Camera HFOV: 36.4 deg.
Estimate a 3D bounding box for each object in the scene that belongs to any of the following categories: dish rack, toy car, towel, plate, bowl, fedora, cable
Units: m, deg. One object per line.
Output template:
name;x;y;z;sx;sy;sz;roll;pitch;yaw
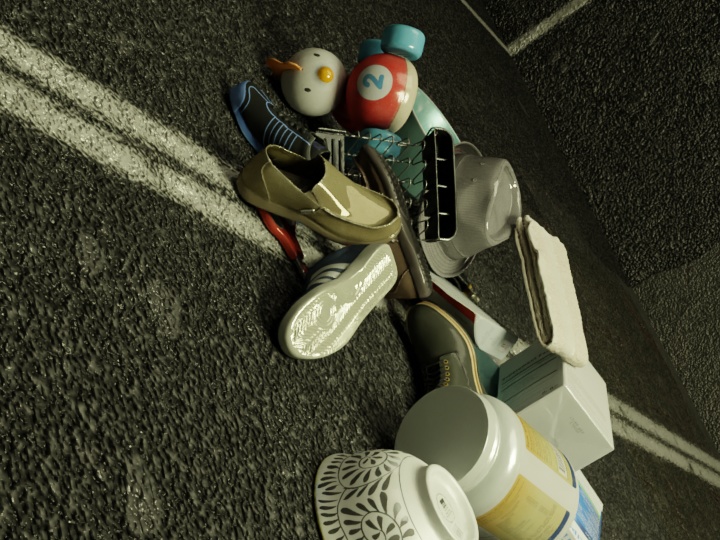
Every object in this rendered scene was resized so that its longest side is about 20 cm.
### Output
dish rack;0.025;-0.113;1.418;0.198;0.055;0.155;4;75;-23
toy car;-0.036;-0.260;1.540;0.198;0.186;0.177;15;-7;-20
towel;0.267;0.029;1.522;0.132;0.034;0.202;28;47;-52
plate;0.195;0.198;1.582;0.200;0.025;0.201;49;21;-26
bowl;0.052;0.247;1.056;0.201;0.094;0.201;47;22;-26
fedora;0.165;-0.087;1.531;0.200;0.090;0.178;-55;135;-41
bowl;0.094;-0.197;1.818;0.201;0.105;0.201;49;21;-25
cable;0.103;-0.010;1.687;0.200;0.050;0.097;47;36;6

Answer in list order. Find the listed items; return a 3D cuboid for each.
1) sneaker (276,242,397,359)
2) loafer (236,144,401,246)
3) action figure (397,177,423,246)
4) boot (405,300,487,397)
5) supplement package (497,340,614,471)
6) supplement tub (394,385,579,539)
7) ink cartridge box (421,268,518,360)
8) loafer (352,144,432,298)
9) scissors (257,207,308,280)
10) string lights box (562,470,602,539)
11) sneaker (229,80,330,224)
sneaker;-0.042;0.033;1.200;0.200;0.084;0.076;-38;120;-47
loafer;-0.041;-0.086;1.252;0.198;0.068;0.076;16;46;-12
action figure;0.069;-0.080;1.571;0.200;0.118;0.103;48;50;-45
boot;0.097;0.133;1.378;0.201;0.077;0.138;61;24;13
supplement package;0.275;0.192;1.565;0.122;0.119;0.200;51;20;-10
supplement tub;0.142;0.226;1.228;0.200;0.144;0.145;41;25;-40
ink cartridge box;0.109;0.040;1.494;0.162;0.057;0.199;41;11;38
loafer;0.025;-0.055;1.338;0.073;0.070;0.202;-2;72;-79
scissors;-0.075;-0.011;1.268;0.073;0.014;0.201;25;39;-60
string lights box;0.285;0.340;1.531;0.103;0.059;0.200;56;19;-2
sneaker;-0.088;-0.159;1.360;0.201;0.078;0.070;61;20;8
